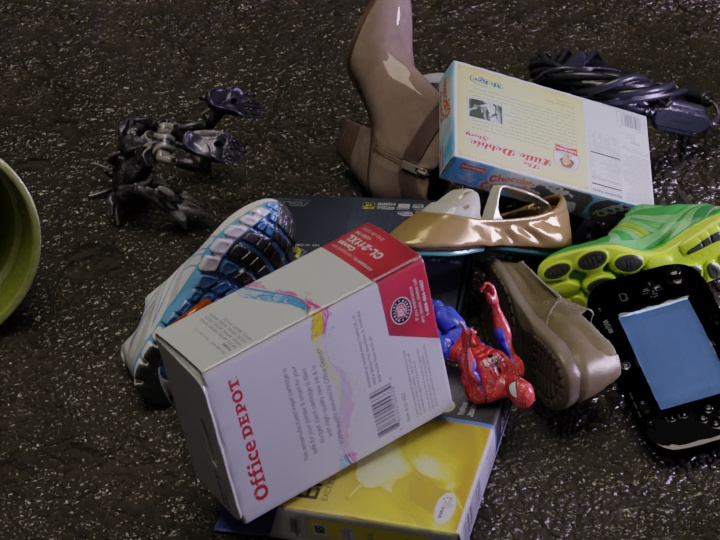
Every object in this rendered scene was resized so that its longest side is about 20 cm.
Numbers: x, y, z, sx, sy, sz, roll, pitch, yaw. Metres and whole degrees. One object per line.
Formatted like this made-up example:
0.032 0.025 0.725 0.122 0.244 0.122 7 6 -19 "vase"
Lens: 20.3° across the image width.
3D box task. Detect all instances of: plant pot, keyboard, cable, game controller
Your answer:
-0.397 -0.056 1.796 0.199 0.201 0.184 -13 26 -12 "plant pot"
0.199 -0.046 1.851 0.126 0.021 0.200 16 41 25 "keyboard"
0.243 -0.184 1.939 0.199 0.051 0.163 5 21 -37 "cable"
0.258 0.073 1.650 0.104 0.042 0.201 -9 44 -10 "game controller"

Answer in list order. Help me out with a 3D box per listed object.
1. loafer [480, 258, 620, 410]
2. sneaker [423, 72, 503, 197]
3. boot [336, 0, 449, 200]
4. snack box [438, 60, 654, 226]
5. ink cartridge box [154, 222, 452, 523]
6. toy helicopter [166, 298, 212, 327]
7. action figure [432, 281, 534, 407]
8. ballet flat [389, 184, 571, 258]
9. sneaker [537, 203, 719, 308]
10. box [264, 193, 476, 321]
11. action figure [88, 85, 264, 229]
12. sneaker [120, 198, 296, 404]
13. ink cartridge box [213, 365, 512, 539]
0.156 0.054 1.677 0.067 0.076 0.200 -2 30 -18 "loafer"
0.107 -0.129 1.923 0.199 0.076 0.114 4 35 10 "sneaker"
0.050 -0.155 1.880 0.070 0.201 0.146 -1 21 -43 "boot"
0.168 -0.112 1.820 0.199 0.037 0.117 15 50 -16 "snack box"
-0.041 0.076 1.530 0.199 0.146 0.083 -27 35 -22 "ink cartridge box"
-0.057 0.021 1.625 0.200 0.079 0.132 -37 2 -25 "toy helicopter"
0.071 0.035 1.618 0.065 0.099 0.200 -29 49 -27 "action figure"
0.101 -0.043 1.727 0.199 0.063 0.068 0 5 -40 "ballet flat"
0.245 -0.011 1.767 0.199 0.074 0.084 -14 23 -16 "sneaker"
0.000 0.000 1.776 0.199 0.051 0.158 2 40 10 "box"
-0.173 -0.100 1.891 0.200 0.102 0.119 -22 49 48 "action figure"
-0.138 0.014 1.705 0.200 0.075 0.087 -50 34 -4 "sneaker"
0.006 0.141 1.595 0.199 0.047 0.198 8 38 12 "ink cartridge box"
